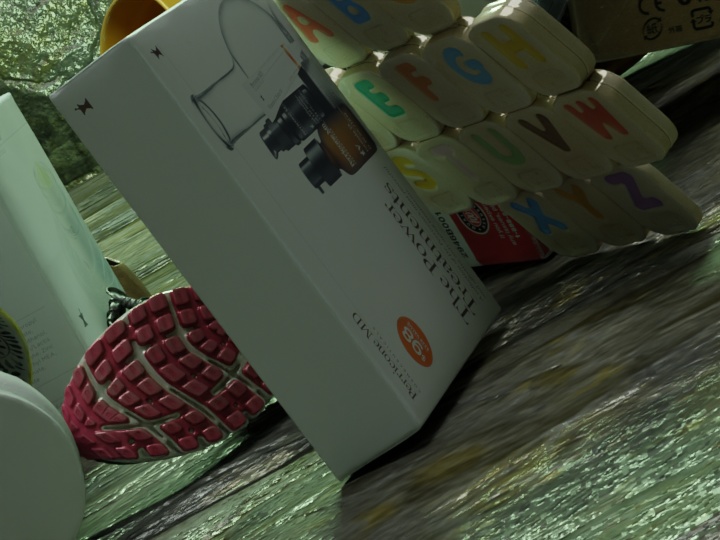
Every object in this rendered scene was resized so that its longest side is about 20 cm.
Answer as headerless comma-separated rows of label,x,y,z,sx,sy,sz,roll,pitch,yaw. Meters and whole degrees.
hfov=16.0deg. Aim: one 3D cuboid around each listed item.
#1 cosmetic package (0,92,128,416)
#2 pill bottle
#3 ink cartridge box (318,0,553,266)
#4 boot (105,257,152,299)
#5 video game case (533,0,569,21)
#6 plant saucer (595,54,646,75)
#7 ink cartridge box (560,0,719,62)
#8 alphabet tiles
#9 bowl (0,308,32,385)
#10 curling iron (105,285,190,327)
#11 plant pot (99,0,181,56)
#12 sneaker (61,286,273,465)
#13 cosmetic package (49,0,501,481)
cosmetic package,-0.226,0.013,1.545,0.123,0.200,0.199,-30,9,5
pill bottle,-0.196,0.100,1.227,0.113,0.113,0.200,-32,9,-14
ink cartridge box,0.014,-0.077,1.324,0.200,0.144,0.084,-5,33,49
boot,-0.226,0.059,1.713,0.200,0.075,0.074,-29,10,12
video game case,0.092,-0.177,1.375,0.143,0.019,0.200,113,167,-54
plant saucer,0.137,-0.147,1.619,0.200,0.037,0.200,-31,-13,-8
ink cartridge box,0.199,-0.172,1.431,0.200,0.075,0.165,-13,9,-4
alphabet tiles,0.053,-0.069,1.146,0.015,0.196,0.200,-58,20,-21
bowl,-0.285,0.073,1.374,0.201,0.201,0.094,-34,53,-26
curling iron,-0.083,0.005,1.564,0.050,0.026,0.200,12,20,37
plant pot,-0.199,-0.271,3.235,0.183,0.200,0.200,-16,-2,-38
sneaker,-0.062,0.043,1.277,0.200,0.081,0.075,-30,-14,-31
cosmetic package,-0.031,-0.026,1.099,0.052,0.200,0.151,-34,7,26
